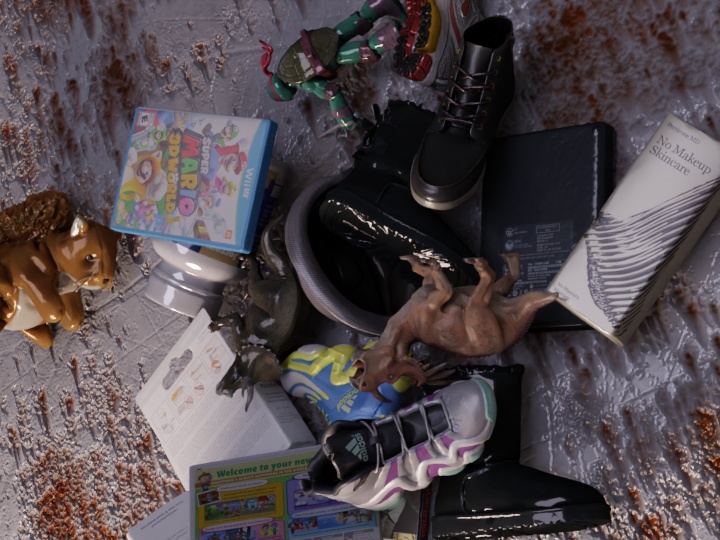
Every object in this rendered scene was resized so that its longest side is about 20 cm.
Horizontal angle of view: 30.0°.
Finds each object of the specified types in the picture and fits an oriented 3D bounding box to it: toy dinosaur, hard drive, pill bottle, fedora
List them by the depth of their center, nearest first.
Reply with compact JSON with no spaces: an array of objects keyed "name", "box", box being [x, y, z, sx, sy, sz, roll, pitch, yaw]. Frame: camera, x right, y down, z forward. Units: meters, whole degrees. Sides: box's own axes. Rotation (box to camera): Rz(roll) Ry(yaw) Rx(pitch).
[{"name":"toy dinosaur","box":[0.093,0.054,1.261,0.198,0.086,0.137,-2,94,17]},{"name":"hard drive","box":[0.184,-0.041,1.337,0.138,0.033,0.202,-5,76,36]},{"name":"fedora","box":[0.000,0.000,1.407,0.200,0.176,0.090,49,144,9]},{"name":"toy dinosaur","box":[-0.100,0.044,1.442,0.102,0.077,0.202,26,91,37]},{"name":"pill bottle","box":[-0.171,-0.051,1.546,0.119,0.119,0.202,24,94,37]}]

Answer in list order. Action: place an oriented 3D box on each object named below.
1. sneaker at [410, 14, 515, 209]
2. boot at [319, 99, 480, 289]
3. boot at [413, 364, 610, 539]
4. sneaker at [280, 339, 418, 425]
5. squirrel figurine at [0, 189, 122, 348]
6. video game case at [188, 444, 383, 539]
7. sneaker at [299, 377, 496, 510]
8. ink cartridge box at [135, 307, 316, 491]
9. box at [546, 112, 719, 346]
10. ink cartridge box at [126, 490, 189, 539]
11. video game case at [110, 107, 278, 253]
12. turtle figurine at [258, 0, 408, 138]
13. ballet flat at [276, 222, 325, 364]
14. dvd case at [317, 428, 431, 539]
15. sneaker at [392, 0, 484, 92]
[{"name":"sneaker","box":[0.099,-0.159,1.325,0.074,0.107,0.201,15,53,15]},{"name":"boot","box":[0.066,-0.075,1.380,0.197,0.074,0.163,31,56,3]},{"name":"boot","box":[0.142,0.171,1.290,0.197,0.073,0.164,-13,69,35]},{"name":"sneaker","box":[-0.026,0.133,1.396,0.199,0.075,0.106,-18,51,50]},{"name":"squirrel figurine","box":[-0.398,-0.022,1.701,0.186,0.141,0.201,-34,64,18]},{"name":"video game case","box":[-0.076,0.266,1.356,0.198,0.022,0.184,-10,53,6]},{"name":"sneaker","box":[0.024,0.162,1.247,0.200,0.139,0.078,-44,53,29]},{"name":"ink cartridge box","box":[-0.155,0.169,1.510,0.163,0.057,0.201,-50,56,26]},{"name":"box","box":[0.262,-0.036,1.234,0.082,0.068,0.201,34,92,24]},{"name":"ink cartridge box","box":[-0.149,0.356,1.412,0.083,0.146,0.200,-32,54,-19]},{"name":"video game case","box":[-0.186,-0.103,1.483,0.198,0.018,0.145,10,85,34]},{"name":"turtle figurine","box":[-0.035,-0.229,1.508,0.199,0.100,0.151,-30,63,21]},{"name":"ballet flat","box":[-0.056,0.012,1.495,0.046,0.067,0.202,23,91,-4]},{"name":"dvd case","box":[0.007,0.269,1.402,0.145,0.022,0.203,-2,79,36]},{"name":"sneaker","box":[0.092,-0.278,1.443,0.078,0.082,0.202,-20,52,53]}]
